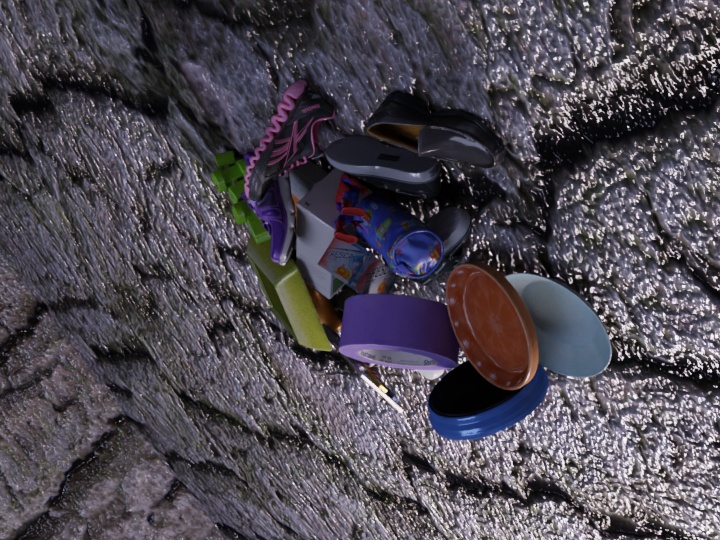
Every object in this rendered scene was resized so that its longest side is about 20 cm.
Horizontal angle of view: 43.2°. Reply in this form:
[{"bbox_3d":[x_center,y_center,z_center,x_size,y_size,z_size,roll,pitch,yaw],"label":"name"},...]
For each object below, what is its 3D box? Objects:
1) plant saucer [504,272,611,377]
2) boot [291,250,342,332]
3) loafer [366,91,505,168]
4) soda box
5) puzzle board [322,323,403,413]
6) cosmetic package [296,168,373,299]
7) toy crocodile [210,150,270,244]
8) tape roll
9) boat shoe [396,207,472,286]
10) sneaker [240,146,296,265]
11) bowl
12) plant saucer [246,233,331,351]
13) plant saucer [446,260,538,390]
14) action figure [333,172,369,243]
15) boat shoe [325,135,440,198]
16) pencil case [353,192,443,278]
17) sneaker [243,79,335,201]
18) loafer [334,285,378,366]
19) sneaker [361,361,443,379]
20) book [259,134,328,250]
[{"bbox_3d":[0.285,0.071,1.335,0.200,0.039,0.202,31,149,21],"label":"plant saucer"},{"bbox_3d":[-0.097,0.022,1.705,0.201,0.071,0.144,49,162,9],"label":"boot"},{"bbox_3d":[0.099,-0.174,1.219,0.199,0.072,0.073,24,144,31],"label":"loafer"},{"bbox_3d":[0.000,0.000,1.486,0.068,0.064,0.200,33,180,19],"label":"soda box"},{"bbox_3d":[-0.007,0.168,1.670,0.151,0.017,0.200,47,178,-43],"label":"puzzle board"},{"bbox_3d":[-0.047,-0.060,1.515,0.085,0.108,0.201,35,151,17],"label":"cosmetic package"},{"bbox_3d":[-0.210,-0.132,1.616,0.201,0.067,0.062,57,163,19],"label":"toy crocodile"},{"bbox_3d":[0.066,0.104,1.504,0.198,0.086,0.200,8,165,2],"label":"tape roll"},{"bbox_3d":[0.125,-0.035,1.385,0.070,0.073,0.200,25,153,-14],"label":"boat shoe"},{"bbox_3d":[-0.148,-0.102,1.458,0.081,0.083,0.202,102,159,-71],"label":"sneaker"},{"bbox_3d":[0.197,0.191,1.435,0.200,0.200,0.040,-2,120,52],"label":"bowl"},{"bbox_3d":[-0.140,0.039,1.644,0.200,0.048,0.201,43,159,52],"label":"plant saucer"},{"bbox_3d":[0.198,0.080,1.354,0.200,0.032,0.202,46,148,41],"label":"plant saucer"},{"bbox_3d":[-0.014,-0.099,1.352,0.051,0.200,0.066,9,112,-7],"label":"action figure"},{"bbox_3d":[0.032,-0.149,1.343,0.199,0.069,0.057,18,142,35],"label":"boat shoe"},{"bbox_3d":[0.050,-0.052,1.355,0.078,0.087,0.200,39,-177,-28],"label":"pencil case"},{"bbox_3d":[-0.106,-0.184,1.384,0.095,0.201,0.079,30,-166,-3],"label":"sneaker"},{"bbox_3d":[-0.005,0.113,1.719,0.075,0.070,0.201,14,139,42],"label":"loafer"},{"bbox_3d":[0.055,0.148,1.646,0.200,0.116,0.074,47,149,-8],"label":"sneaker"},{"bbox_3d":[-0.122,-0.129,1.585,0.133,0.048,0.201,38,150,18],"label":"book"}]
